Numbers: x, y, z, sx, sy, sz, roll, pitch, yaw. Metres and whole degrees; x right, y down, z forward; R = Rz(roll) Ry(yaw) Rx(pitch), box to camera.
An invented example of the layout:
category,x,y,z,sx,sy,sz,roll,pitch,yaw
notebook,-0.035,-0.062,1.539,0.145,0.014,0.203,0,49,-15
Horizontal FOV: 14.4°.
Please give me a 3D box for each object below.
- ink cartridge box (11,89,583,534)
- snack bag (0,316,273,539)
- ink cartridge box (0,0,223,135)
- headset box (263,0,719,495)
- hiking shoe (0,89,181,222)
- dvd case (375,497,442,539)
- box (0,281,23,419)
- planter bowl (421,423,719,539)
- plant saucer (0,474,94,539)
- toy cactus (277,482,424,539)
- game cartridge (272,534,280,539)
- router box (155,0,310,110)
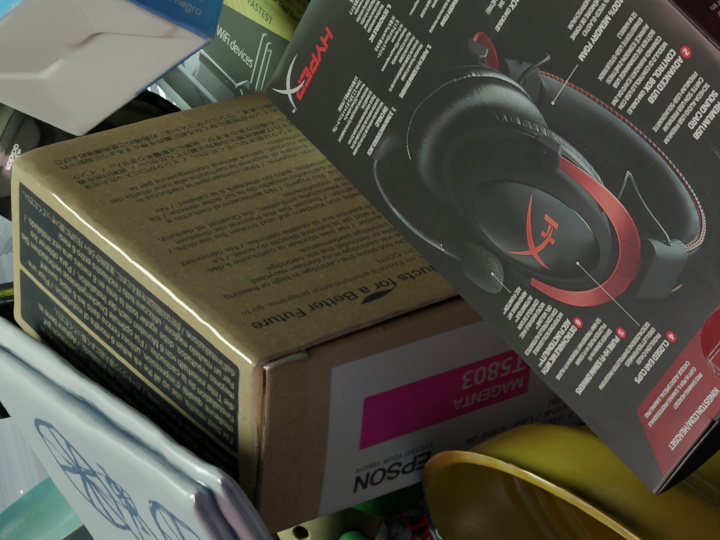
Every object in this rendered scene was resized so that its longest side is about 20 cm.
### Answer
category,x,y,z,sx,sy,sz,roll,pitch,yaw
ink cartridge box,0.000,0.000,1.009,0.165,0.199,0.076,38,134,43
snack bag,-0.048,0.117,0.982,0.188,0.021,0.201,25,149,57
ink cartridge box,-0.086,-0.166,1.071,0.116,0.066,0.201,-28,45,55
headset box,0.083,-0.043,0.838,0.200,0.075,0.149,45,140,13
hiking shoe,-0.098,-0.033,1.177,0.100,0.200,0.076,28,100,17
dvd case,0.036,0.131,1.117,0.200,0.022,0.147,-32,73,52
box,-0.104,0.022,1.160,0.160,0.199,0.045,-3,97,55
planter bowl,0.121,0.101,0.937,0.200,0.084,0.201,38,161,15
plant saucer,-0.108,0.099,1.207,0.027,0.200,0.200,54,144,-8
toy cactus,-0.007,0.117,1.089,0.165,0.102,0.201,-124,28,-48
game cartridge,-0.060,0.199,1.176,0.129,0.038,0.201,-34,69,24
router box,-0.037,-0.134,1.156,0.200,0.052,0.158,46,132,39
